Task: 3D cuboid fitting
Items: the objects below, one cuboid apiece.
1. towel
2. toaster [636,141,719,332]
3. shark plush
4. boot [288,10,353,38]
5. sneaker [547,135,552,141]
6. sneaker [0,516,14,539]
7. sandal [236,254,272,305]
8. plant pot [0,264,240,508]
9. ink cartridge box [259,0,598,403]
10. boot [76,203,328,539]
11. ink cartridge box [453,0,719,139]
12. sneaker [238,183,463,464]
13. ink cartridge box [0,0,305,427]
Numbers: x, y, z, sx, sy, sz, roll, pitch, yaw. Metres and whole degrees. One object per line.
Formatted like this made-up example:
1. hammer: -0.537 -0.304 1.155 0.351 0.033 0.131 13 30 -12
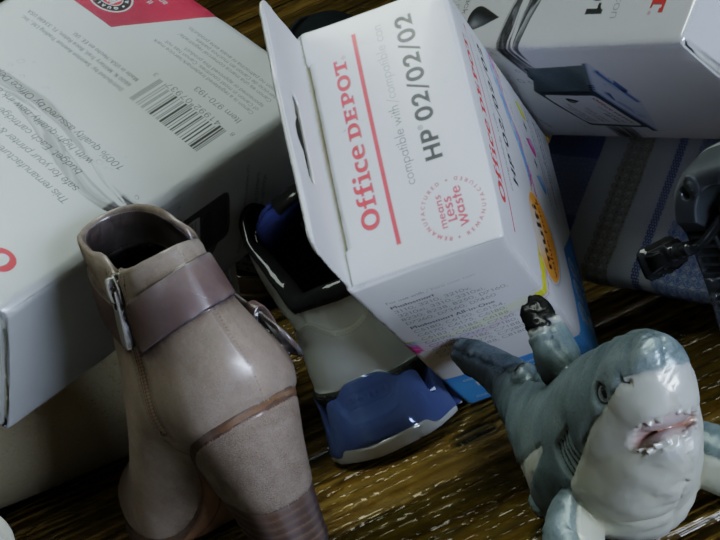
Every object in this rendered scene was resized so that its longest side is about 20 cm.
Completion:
1. towel: 0.154 -0.057 0.983 0.200 0.024 0.147 9 76 56
2. toaster: 0.207 -0.016 0.796 0.129 0.114 0.200 -26 12 -29
3. shark plush: 0.085 0.043 0.817 0.091 0.084 0.200 -23 14 -1
4. boot: 0.034 -0.109 1.176 0.168 0.076 0.201 -54 37 36
5. sneaker: 0.160 -0.077 1.152 0.111 0.077 0.200 -30 6 12
6. sneaker: -0.164 0.157 0.860 0.093 0.071 0.200 3 22 21
7. sandal: -0.077 -0.001 1.303 0.201 0.057 0.080 -35 17 15
8. plant pot: -0.159 0.031 1.110 0.199 0.188 0.187 -8 14 0
9. ink cartridge box: 0.033 -0.034 0.916 0.068 0.116 0.200 -19 -24 14
10. boot: -0.078 0.043 0.940 0.070 0.147 0.200 -31 16 -25
11. ink cartridge box: 0.122 -0.138 0.970 0.200 0.086 0.147 5 68 56
12. sneaker: 0.000 0.000 1.042 0.080 0.116 0.199 -20 14 6
13. ink cartridge box: -0.138 -0.044 1.020 0.145 0.084 0.200 37 54 22
